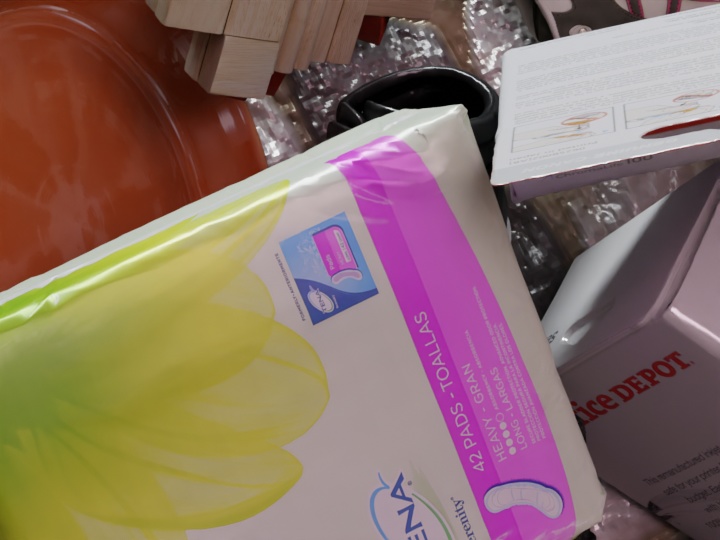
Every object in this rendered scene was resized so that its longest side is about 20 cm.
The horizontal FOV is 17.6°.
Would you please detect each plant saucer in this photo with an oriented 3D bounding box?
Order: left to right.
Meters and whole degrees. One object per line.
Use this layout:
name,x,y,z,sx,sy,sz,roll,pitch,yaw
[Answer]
plant saucer,-0.097,-0.016,0.829,0.200,0.032,0.201,26,59,-52

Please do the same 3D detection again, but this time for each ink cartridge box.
ink cartridge box,0.126,-0.051,0.788,0.162,0.200,0.057,-12,110,8
ink cartridge box,0.176,0.057,0.898,0.200,0.145,0.084,34,63,-9

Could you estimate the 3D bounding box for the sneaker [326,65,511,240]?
sneaker,0.000,0.000,0.847,0.070,0.100,0.200,11,43,21

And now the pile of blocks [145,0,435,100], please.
pile of blocks,-0.037,-0.103,0.889,0.082,0.062,0.200,25,22,19

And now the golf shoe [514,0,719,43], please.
golf shoe,0.116,-0.121,0.984,0.199,0.077,0.088,28,87,-11

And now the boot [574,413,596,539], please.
boot,0.093,0.129,0.879,0.210,0.079,0.159,-4,75,-22

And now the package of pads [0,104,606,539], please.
package of pads,-0.031,0.055,0.749,0.199,0.068,0.155,-25,101,-19
